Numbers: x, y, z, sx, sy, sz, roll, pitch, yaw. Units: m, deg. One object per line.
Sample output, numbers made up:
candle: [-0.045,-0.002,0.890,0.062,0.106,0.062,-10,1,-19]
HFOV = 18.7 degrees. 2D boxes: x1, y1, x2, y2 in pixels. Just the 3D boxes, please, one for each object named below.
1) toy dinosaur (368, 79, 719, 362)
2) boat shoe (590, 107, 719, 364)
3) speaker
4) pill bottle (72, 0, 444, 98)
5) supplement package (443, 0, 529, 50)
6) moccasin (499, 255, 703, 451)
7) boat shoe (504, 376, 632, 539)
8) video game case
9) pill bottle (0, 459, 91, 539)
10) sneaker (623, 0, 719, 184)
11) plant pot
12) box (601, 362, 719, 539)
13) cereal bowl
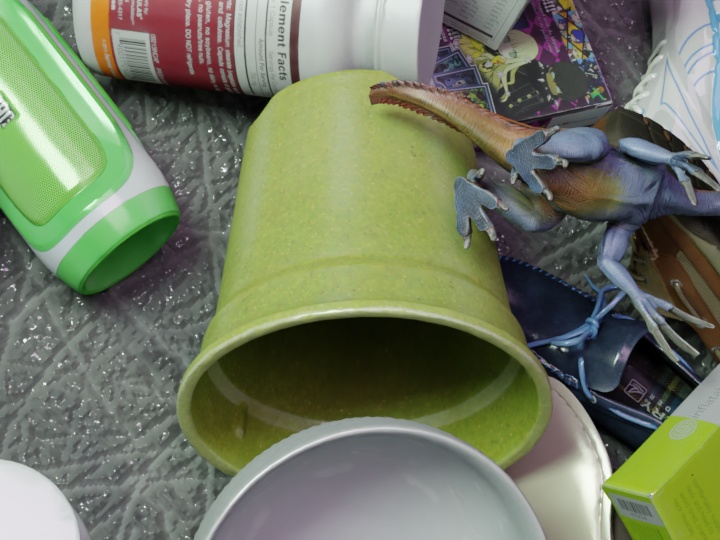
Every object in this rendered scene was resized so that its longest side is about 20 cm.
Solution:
toy dinosaur: [0.137,-0.058,1.158,0.181,0.105,0.201,-11,58,-46]
boat shoe: [0.191,-0.003,1.270,0.200,0.074,0.076,47,28,-17]
speaker: [-0.189,-0.086,1.238,0.088,0.089,0.200,-35,79,-23]
pill bottle: [-0.055,-0.156,1.254,0.198,0.113,0.114,8,65,10]
supplement package: [0.065,-0.268,1.318,0.155,0.111,0.201,26,63,-3]
moccasin: [0.151,0.049,1.271,0.199,0.068,0.081,31,65,1]
boat shoe: [0.129,0.157,1.227,0.072,0.059,0.201,-27,68,20]
video game case: [0.039,-0.166,1.350,0.180,0.036,0.201,-14,72,-18]
pill bottle: [-0.186,0.162,1.073,0.110,0.200,0.112,5,66,-11]
sneaker: [0.187,-0.097,1.340,0.086,0.075,0.202,-3,69,-8]
plant pot: [0.000,0.000,1.204,0.199,0.201,0.185,5,55,-11]
box: [0.232,0.101,1.215,0.200,0.048,0.122,-42,117,-24]
cereal bowl: [0.000,0.172,1.159,0.198,0.083,0.202,-1,97,-10]
